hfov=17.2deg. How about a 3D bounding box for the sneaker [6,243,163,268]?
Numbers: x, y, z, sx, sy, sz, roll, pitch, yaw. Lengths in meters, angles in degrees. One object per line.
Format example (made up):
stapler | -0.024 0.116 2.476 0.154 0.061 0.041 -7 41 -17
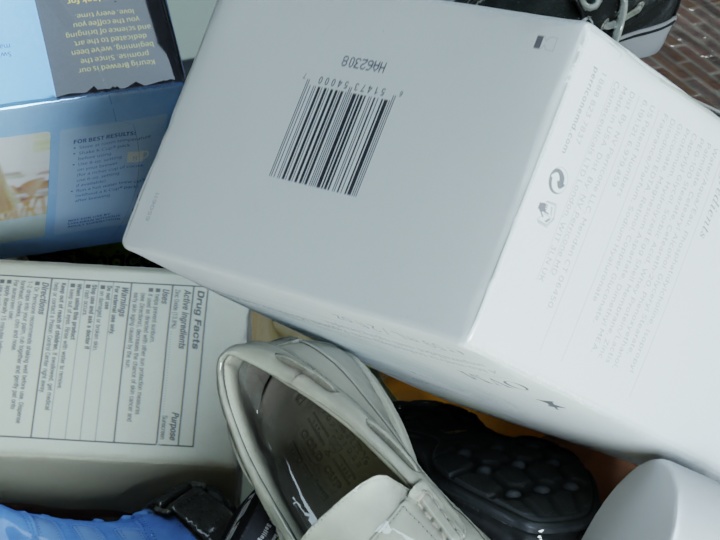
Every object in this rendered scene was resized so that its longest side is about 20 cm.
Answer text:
sneaker | -0.078 -0.014 1.179 0.200 0.087 0.074 -6 74 -7

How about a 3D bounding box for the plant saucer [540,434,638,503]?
plant saucer | 0.149 0.118 1.009 0.200 0.037 0.200 -3 44 3

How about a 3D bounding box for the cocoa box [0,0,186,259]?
cocoa box | -0.191 -0.086 1.080 0.200 0.133 0.131 -9 61 -14

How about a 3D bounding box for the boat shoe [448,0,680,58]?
boat shoe | 0.106 -0.136 1.195 0.199 0.068 0.074 -14 49 -47

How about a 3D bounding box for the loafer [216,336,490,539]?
loafer | 0.007 0.103 0.859 0.070 0.070 0.200 18 28 -50

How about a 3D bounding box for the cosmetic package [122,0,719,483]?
cosmetic package | 0.056 -0.011 0.915 0.200 0.123 0.199 26 -7 -41

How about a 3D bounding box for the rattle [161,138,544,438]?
rattle | 0.000 0.000 1.076 0.130 0.200 0.143 -25 55 -13

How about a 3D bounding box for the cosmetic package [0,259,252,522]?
cosmetic package | -0.149 0.059 1.048 0.200 0.087 0.103 4 57 1

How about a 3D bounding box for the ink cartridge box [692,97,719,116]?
ink cartridge box | 0.092 -0.088 1.285 0.200 0.068 0.116 18 4 -12

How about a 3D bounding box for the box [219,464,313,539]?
box | -0.004 0.180 0.867 0.161 0.049 0.200 38 34 -5

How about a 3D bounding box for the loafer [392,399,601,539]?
loafer | 0.045 0.101 0.983 0.068 0.070 0.201 -4 7 -20

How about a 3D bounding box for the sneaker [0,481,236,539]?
sneaker | -0.111 0.124 0.977 0.200 0.077 0.111 25 43 24

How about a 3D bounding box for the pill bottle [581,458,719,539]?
pill bottle | 0.176 0.148 0.864 0.200 0.120 0.120 26 29 -12
